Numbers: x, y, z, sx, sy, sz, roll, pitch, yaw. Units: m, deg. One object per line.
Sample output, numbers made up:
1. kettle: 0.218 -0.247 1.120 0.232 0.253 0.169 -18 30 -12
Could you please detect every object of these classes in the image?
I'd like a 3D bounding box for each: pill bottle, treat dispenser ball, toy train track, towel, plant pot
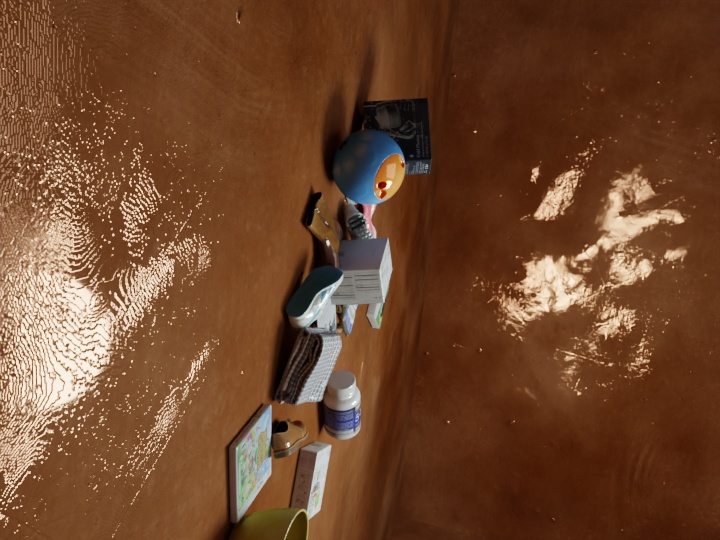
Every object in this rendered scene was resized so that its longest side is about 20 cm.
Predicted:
1. pill bottle: -0.059 0.418 1.946 0.120 0.119 0.201 -61 155 -54
2. treat dispenser ball: 0.022 -0.280 1.689 0.201 0.200 0.202 9 90 -76
3. toy train track: -0.061 0.129 1.879 0.200 0.032 0.115 107 -29 -53
4. towel: -0.027 0.095 2.059 0.147 0.024 0.201 79 23 -57
5. towel: -0.127 0.246 1.576 0.201 0.085 0.166 -68 165 2
6. plant pot: -0.218 0.627 1.403 0.200 0.141 0.201 9 90 -75

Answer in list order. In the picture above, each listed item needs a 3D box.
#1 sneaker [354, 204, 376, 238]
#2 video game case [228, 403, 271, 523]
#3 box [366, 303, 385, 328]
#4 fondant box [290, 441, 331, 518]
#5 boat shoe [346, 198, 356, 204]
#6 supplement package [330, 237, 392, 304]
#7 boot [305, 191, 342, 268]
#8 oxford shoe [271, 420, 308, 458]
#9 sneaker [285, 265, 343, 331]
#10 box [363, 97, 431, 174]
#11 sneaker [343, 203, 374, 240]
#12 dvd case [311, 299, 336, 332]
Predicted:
1. sneaker: 0.001 -0.153 1.988 0.087 0.073 0.201 -28 122 -56
2. video game case: -0.248 0.436 1.417 0.182 0.022 0.201 -49 145 -65
3. box: 0.071 0.111 2.436 0.144 0.036 0.201 66 36 -64
4. fondant box: -0.148 0.623 1.843 0.144 0.058 0.201 28 70 -75
5. boat shoe: -0.014 -0.279 1.841 0.069 0.056 0.201 -66 159 -46
6. supplement package: 0.000 0.000 1.791 0.200 0.155 0.111 -71 156 -61
7. boot: -0.097 -0.076 1.621 0.200 0.068 0.189 63 41 -64
8. oxford shoe: -0.181 0.410 1.583 0.200 0.071 0.072 -18 91 -84
9. sneaker: -0.115 0.066 1.580 0.200 0.076 0.081 -47 151 -30
10. box: 0.109 -0.397 1.863 0.124 0.195 0.201 73 13 -78
11. sneaker: -0.007 -0.122 1.898 0.201 0.075 0.081 74 -10 -47
12. dvd case: -0.105 0.153 1.803 0.150 0.025 0.201 -60 154 -55
